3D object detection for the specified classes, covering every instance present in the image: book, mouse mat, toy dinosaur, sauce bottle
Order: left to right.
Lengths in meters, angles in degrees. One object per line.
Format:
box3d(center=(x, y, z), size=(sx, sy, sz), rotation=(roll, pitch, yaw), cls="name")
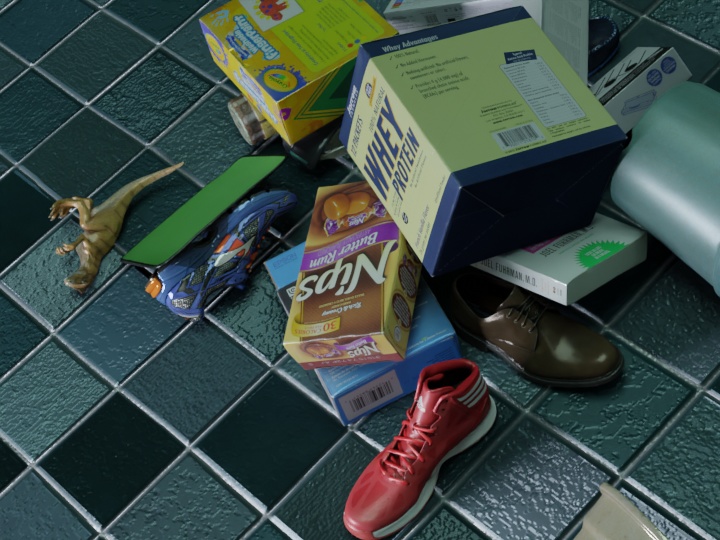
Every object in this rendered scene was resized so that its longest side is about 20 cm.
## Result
box3d(center=(-0.302, -0.060, 1.834), size=(0.106, 0.060, 0.200), rotation=(27, 67, 4), cls="toy dinosaur")
box3d(center=(-0.179, -0.069, 1.769), size=(0.200, 0.008, 0.161), rotation=(-41, 18, -16), cls="mouse mat")
box3d(center=(-0.061, -0.222, 1.875), size=(0.199, 0.065, 0.065), rotation=(-29, 51, -10), cls="sauce bottle")
box3d(center=(0.176, -0.030, 1.616), size=(0.200, 0.048, 0.133), rotation=(24, 38, 39), cls="book")

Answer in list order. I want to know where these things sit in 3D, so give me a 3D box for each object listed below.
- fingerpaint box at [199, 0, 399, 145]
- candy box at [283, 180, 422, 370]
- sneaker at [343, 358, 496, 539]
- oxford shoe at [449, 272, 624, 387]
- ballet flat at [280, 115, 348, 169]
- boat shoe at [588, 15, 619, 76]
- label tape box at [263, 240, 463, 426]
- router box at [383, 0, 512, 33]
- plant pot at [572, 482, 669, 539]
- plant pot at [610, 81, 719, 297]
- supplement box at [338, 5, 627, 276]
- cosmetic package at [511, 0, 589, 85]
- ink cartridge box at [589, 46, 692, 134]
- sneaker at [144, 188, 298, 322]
box3d(center=(-0.067, -0.258, 1.814), size=(0.166, 0.074, 0.200), rotation=(-32, 49, -12), cls="fingerpaint box")
box3d(center=(0.000, 0.000, 1.593), size=(0.116, 0.056, 0.201), rotation=(-8, 53, 26), cls="candy box")
box3d(center=(0.047, 0.161, 1.513), size=(0.078, 0.116, 0.200), rotation=(28, 65, 32), cls="sneaker")
box3d(center=(0.172, 0.059, 1.578), size=(0.199, 0.085, 0.073), rotation=(21, 60, 27), cls="oxford shoe")
box3d(center=(-0.001, -0.183, 1.831), size=(0.200, 0.073, 0.073), rotation=(-36, 52, -20), cls="ballet flat")
box3d(center=(0.210, -0.247, 1.811), size=(0.199, 0.069, 0.084), rotation=(-27, 51, -6), cls="boat shoe")
box3d(center=(0.003, 0.045, 1.648), size=(0.144, 0.063, 0.200), rotation=(-26, 51, -4), cls="label tape box")
box3d(center=(0.151, -0.352, 1.875), size=(0.199, 0.049, 0.180), rotation=(-1, 43, 34), cls="router box")
box3d(center=(0.208, 0.314, 1.318), size=(0.183, 0.201, 0.200), rotation=(-42, 53, -2), cls="plant pot")
box3d(center=(0.366, -0.077, 1.536), size=(0.200, 0.201, 0.196), rotation=(-41, 60, -17), cls="plant pot")
box3d(center=(0.117, -0.133, 1.557), size=(0.199, 0.135, 0.200), rotation=(-17, 57, -25), cls="supplement box")
box3d(center=(0.209, -0.280, 1.726), size=(0.051, 0.082, 0.201), rotation=(-22, 55, 46), cls="cosmetic package")
box3d(center=(0.259, -0.165, 1.703), size=(0.200, 0.044, 0.094), rotation=(-41, 15, -6), cls="ink cartridge box")
box3d(center=(-0.144, -0.019, 1.737), size=(0.200, 0.079, 0.075), rotation=(-40, 8, -11), cls="sneaker")
